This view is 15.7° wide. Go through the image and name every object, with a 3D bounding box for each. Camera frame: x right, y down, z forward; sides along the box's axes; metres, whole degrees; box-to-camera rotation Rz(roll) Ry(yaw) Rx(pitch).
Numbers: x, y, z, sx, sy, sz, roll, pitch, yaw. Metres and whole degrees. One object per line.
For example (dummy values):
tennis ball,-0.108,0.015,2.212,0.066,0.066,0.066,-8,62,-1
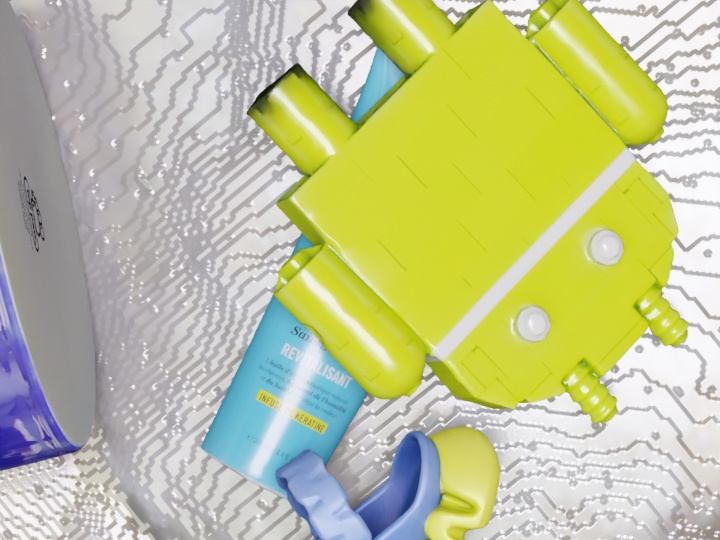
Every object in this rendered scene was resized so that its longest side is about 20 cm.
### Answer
dog bowl,-0.167,-0.017,1.052,0.078,0.200,0.201,-11,92,3
tube,0.000,0.000,1.120,0.077,0.050,0.201,27,90,-12
sandal,-0.012,0.153,1.084,0.087,0.079,0.201,16,86,-15
android figurine,0.052,-0.025,1.091,0.182,0.041,0.200,-43,95,-12
